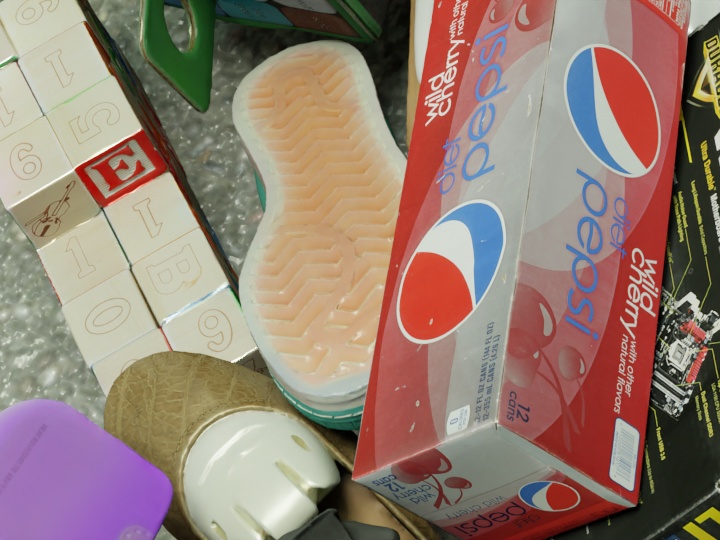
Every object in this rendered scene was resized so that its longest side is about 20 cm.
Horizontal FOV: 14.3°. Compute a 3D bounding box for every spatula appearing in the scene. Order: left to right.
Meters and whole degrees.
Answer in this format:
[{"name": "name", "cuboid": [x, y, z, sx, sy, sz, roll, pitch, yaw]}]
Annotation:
[{"name": "spatula", "cuboid": [-0.045, 0.115, 0.922, 0.021, 0.200, 0.057, -16, 37, 59]}]

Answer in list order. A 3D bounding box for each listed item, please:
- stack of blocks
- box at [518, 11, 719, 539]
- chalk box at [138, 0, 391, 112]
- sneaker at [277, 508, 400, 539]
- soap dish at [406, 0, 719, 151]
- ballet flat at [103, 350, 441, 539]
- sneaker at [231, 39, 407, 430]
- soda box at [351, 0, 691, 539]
[{"name": "stack of blocks", "cuboid": [-0.091, -0.019, 1.064, 0.058, 0.115, 0.200, -29, 57, 1]}, {"name": "box", "cuboid": [0.101, 0.021, 0.939, 0.160, 0.049, 0.201, -38, 34, 27]}, {"name": "chalk box", "cuboid": [-0.050, -0.161, 1.034, 0.123, 0.125, 0.201, 13, 77, 22]}, {"name": "sneaker", "cuboid": [0.012, 0.165, 0.851, 0.111, 0.077, 0.200, -28, 66, -6]}, {"name": "soap dish", "cuboid": [0.119, -0.114, 1.068, 0.199, 0.081, 0.158, -5, 60, 15]}, {"name": "ballet flat", "cuboid": [-0.005, 0.098, 0.946, 0.068, 0.072, 0.200, -45, 87, -2]}, {"name": "sneaker", "cuboid": [0.000, 0.000, 1.014, 0.071, 0.080, 0.200, -19, 35, 8]}, {"name": "soda box", "cuboid": [0.055, -0.014, 0.926, 0.070, 0.063, 0.201, -25, 44, 44]}]
